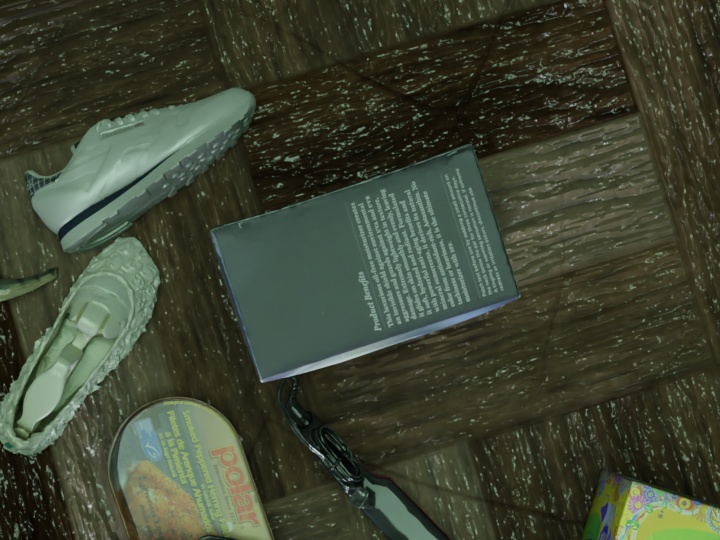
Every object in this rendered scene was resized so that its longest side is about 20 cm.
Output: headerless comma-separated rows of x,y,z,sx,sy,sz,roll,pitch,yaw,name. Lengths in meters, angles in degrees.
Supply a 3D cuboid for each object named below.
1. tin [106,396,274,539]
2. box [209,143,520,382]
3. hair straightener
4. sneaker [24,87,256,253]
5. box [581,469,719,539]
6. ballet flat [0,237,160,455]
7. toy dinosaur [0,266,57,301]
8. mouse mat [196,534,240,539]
-0.133,0.199,1.147,0.111,0.042,0.201,-19,88,1,tin
0.000,0.000,1.084,0.197,0.200,0.124,-17,88,-2,box
0.002,0.163,1.134,0.041,0.077,0.200,-39,89,-2,hair straightener
-0.177,-0.098,1.147,0.200,0.076,0.081,-34,79,-5,sneaker
0.262,0.285,1.118,0.192,0.122,0.201,17,86,0,box
-0.225,0.064,1.137,0.072,0.072,0.201,31,85,0,ballet flat
-0.349,0.037,1.144,0.199,0.047,0.089,1,80,-6,toy dinosaur
-0.054,0.304,1.134,0.199,0.008,0.162,12,93,-13,mouse mat
